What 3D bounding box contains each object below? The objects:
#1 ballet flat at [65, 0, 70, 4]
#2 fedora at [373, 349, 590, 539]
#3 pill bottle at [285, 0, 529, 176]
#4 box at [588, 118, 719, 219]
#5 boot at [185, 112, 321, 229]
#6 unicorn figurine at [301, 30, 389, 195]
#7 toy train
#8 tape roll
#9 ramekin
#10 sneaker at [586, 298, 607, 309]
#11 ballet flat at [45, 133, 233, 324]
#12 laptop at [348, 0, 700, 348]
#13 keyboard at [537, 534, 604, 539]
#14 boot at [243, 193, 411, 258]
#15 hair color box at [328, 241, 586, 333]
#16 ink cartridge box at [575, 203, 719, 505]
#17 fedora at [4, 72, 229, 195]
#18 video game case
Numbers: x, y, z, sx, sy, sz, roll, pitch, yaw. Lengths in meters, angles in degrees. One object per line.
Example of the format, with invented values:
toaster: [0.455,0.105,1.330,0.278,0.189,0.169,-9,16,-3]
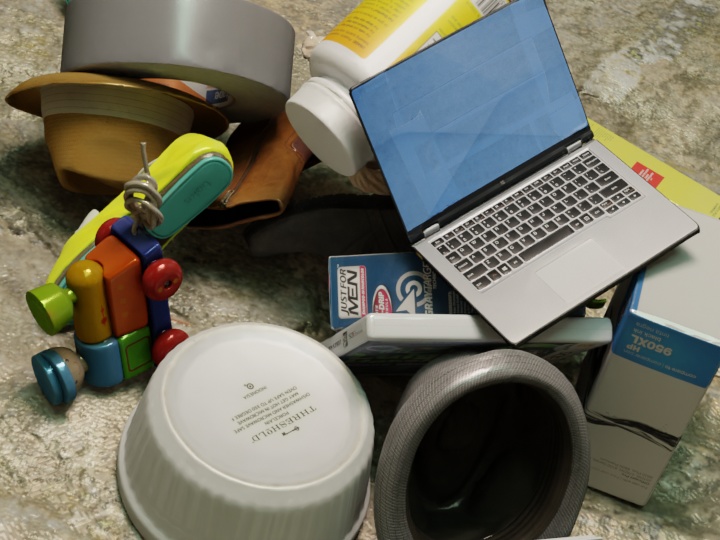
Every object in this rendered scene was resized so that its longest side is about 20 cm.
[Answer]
ballet flat: [-0.219,-0.231,1.503,0.072,0.072,0.200,-21,57,-34]
fedora: [0.081,0.141,1.169,0.175,0.202,0.090,-8,24,-18]
pill bottle: [0.035,-0.170,1.226,0.109,0.109,0.200,40,75,21]
box: [0.260,-0.075,1.496,0.199,0.076,0.050,34,46,14]
boot: [-0.050,-0.103,1.346,0.187,0.069,0.200,-2,24,16]
unicorn figurine: [0.018,-0.149,1.309,0.136,0.074,0.201,-3,52,1]
toy train: [-0.202,0.006,1.168,0.115,0.201,0.084,-29,46,-29]
tape roll: [-0.157,-0.181,1.329,0.198,0.200,0.067,6,81,-13]
ramekin: [-0.080,0.128,1.163,0.200,0.095,0.203,10,44,-9]
sneaker: [0.137,-0.044,1.314,0.199,0.072,0.083,37,53,14]
ballet flat: [-0.188,-0.038,1.269,0.200,0.067,0.067,-43,48,-1]
laptop: [0.125,-0.081,1.162,0.186,0.116,0.200,-30,53,-20]
keyboard: [0.088,0.229,1.150,0.198,0.057,0.011,-2,22,-20]
boot: [0.000,0.000,1.326,0.198,0.070,0.133,-12,83,16]
hair color box: [0.078,0.018,1.237,0.198,0.100,0.061,-4,80,6]
ink cartridge box: [0.235,0.068,1.255,0.084,0.201,0.145,19,43,4]
fedora: [-0.211,-0.109,1.330,0.199,0.201,0.083,6,81,-13]
video game case: [0.072,0.062,1.231,0.198,0.182,0.024,2,77,-17]
